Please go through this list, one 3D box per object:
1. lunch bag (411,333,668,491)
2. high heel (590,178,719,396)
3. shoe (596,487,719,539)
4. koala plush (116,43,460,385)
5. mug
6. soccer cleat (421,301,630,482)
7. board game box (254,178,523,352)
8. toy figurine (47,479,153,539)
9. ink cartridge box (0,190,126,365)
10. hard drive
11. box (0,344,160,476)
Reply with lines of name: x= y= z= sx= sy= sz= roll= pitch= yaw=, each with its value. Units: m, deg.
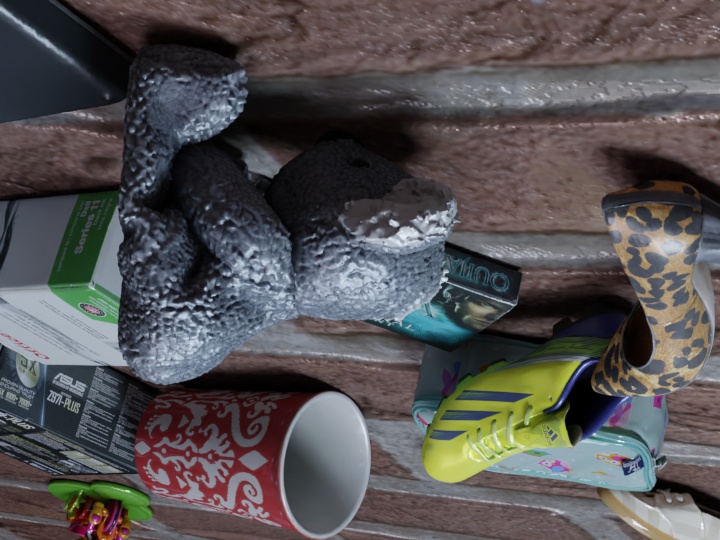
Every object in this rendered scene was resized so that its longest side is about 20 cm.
lunch bag: x=0.148 y=0.120 z=1.259 sx=0.199 sy=0.078 sz=0.161 roll=9 pitch=157 yaw=17
high heel: x=0.163 y=0.014 z=0.979 sx=0.142 sy=0.072 sz=0.200 roll=17 pitch=142 yaw=-23
shoe: x=0.309 y=0.233 z=1.484 sx=0.199 sy=0.054 sz=0.070 roll=27 pitch=-172 yaw=-19
koala plush: x=-0.040 y=-0.018 z=0.947 sx=0.199 sy=0.185 sz=0.178 roll=3 pitch=159 yaw=-3
mug: x=-0.097 y=0.184 z=1.514 sx=0.199 sy=0.134 sz=0.177 roll=2 pitch=154 yaw=37
soccer cleat: x=0.120 y=0.102 z=1.125 sx=0.200 sy=0.084 sz=0.065 roll=-38 pitch=129 yaw=25
board game box: x=0.000 y=0.000 z=1.129 sx=0.199 sy=0.028 sz=0.135 roll=19 pitch=159 yaw=-11
toy figurine: x=-0.364 y=0.389 z=2.112 sx=0.150 sy=0.185 sz=0.200 roll=24 pitch=156 yaw=-22
ink cartridge box: x=-0.217 y=0.011 z=1.221 sx=0.199 sy=0.084 sz=0.146 roll=-2 pitch=153 yaw=37
hard drive: x=-0.244 y=-0.150 z=0.914 sx=0.139 sy=0.033 sz=0.200 roll=-4 pitch=152 yaw=39
box: x=-0.329 y=0.132 z=1.591 sx=0.163 sy=0.087 sz=0.200 roll=-9 pitch=149 yaw=46
